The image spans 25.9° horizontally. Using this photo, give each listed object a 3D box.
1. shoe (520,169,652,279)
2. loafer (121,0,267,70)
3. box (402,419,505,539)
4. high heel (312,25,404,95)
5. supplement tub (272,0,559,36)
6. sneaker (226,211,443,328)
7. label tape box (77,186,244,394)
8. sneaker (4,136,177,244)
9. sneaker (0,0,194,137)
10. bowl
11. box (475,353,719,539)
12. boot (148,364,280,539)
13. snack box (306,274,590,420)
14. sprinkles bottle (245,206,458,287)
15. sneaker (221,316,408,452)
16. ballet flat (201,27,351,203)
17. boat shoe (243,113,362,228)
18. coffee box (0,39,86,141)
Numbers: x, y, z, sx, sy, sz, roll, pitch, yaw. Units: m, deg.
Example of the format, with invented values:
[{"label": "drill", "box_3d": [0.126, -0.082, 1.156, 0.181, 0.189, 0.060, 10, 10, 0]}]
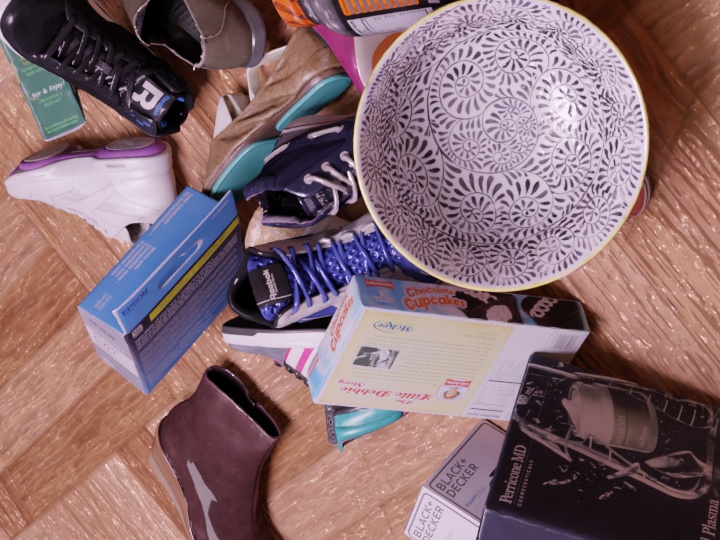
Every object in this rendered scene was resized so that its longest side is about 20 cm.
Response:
[{"label": "shoe", "box_3d": [0.122, -0.032, 1.199, 0.199, 0.091, 0.072, -18, 105, 40]}, {"label": "loafer", "box_3d": [-0.163, -0.229, 1.289, 0.200, 0.069, 0.076, 37, 132, 27]}, {"label": "box", "box_3d": [0.150, 0.223, 1.311, 0.199, 0.117, 0.060, 32, 130, 17]}, {"label": "high heel", "box_3d": [-0.018, -0.196, 1.234, 0.201, 0.067, 0.096, 57, 155, -19]}, {"label": "supplement tub", "box_3d": [0.038, -0.231, 1.093, 0.198, 0.123, 0.123, -5, 114, 19]}, {"label": "sneaker", "box_3d": [-0.026, 0.004, 1.230, 0.198, 0.115, 0.081, -19, 89, 28]}, {"label": "label tape box", "box_3d": [-0.169, 0.007, 1.340, 0.066, 0.143, 0.200, 36, 162, 15]}, {"label": "sneaker", "box_3d": [-0.251, -0.068, 1.453, 0.199, 0.075, 0.100, 0, 115, 35]}, {"label": "sneaker", "box_3d": [-0.204, -0.170, 1.286, 0.112, 0.200, 0.073, 39, 98, 30]}, {"label": "bowl", "box_3d": [0.095, -0.096, 1.090, 0.199, 0.094, 0.203, 0, 106, 1]}, {"label": "box", "box_3d": [0.192, 0.187, 1.174, 0.195, 0.200, 0.125, 14, 123, 8]}, {"label": "boot", "box_3d": [-0.118, 0.206, 1.519, 0.200, 0.072, 0.166, 48, 135, 7]}, {"label": "snack box", "box_3d": [0.069, 0.065, 1.244, 0.198, 0.037, 0.117, 7, 134, -22]}, {"label": "sprinkles bottle", "box_3d": [0.000, 0.000, 1.320, 0.199, 0.068, 0.069, 25, 128, 22]}, {"label": "sneaker", "box_3d": [-0.031, 0.098, 1.394, 0.199, 0.083, 0.122, 3, 108, 33]}, {"label": "ballet flat", "box_3d": [-0.081, -0.134, 1.310, 0.200, 0.068, 0.073, -45, 66, 42]}, {"label": "boat shoe", "box_3d": [0.000, -0.076, 1.193, 0.199, 0.093, 0.075, -8, 127, 44]}, {"label": "coffee box", "box_3d": [-0.299, -0.223, 1.362, 0.123, 0.044, 0.201, -124, 12, -65]}]
